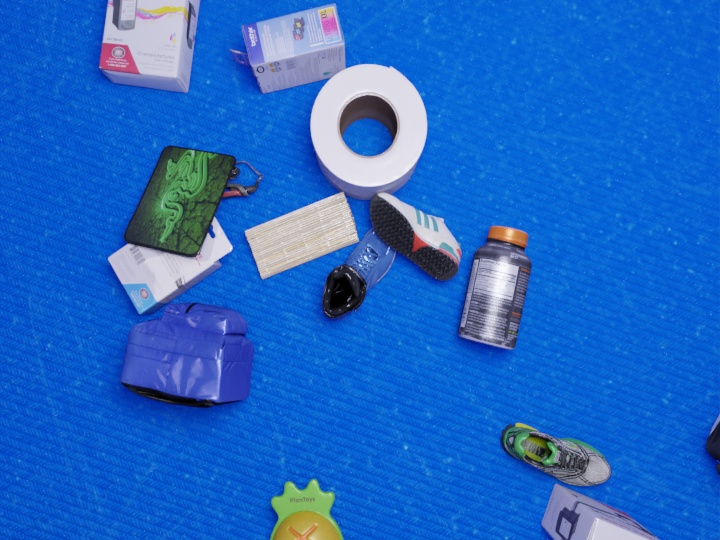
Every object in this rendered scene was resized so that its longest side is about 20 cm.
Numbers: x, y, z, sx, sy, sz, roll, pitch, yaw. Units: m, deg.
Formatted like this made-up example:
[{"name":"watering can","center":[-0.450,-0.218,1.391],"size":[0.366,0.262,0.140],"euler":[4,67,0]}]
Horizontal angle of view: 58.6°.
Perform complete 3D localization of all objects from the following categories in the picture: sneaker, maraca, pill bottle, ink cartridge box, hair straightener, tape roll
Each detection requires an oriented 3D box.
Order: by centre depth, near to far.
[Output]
[{"name":"ink cartridge box","center":[0.402,0.442,1.057],"size":[0.141,0.200,0.086],"euler":[22,87,1]},{"name":"maraca","center":[-0.093,0.463,1.098],"size":[0.133,0.107,0.206],"euler":[-5,87,0]},{"name":"sneaker","center":[0.345,0.331,1.121],"size":[0.195,0.085,0.080],"euler":[16,87,0]},{"name":"tape roll","center":[0.013,-0.235,1.122],"size":[0.196,0.139,0.209],"euler":[0,86,-1]},{"name":"sneaker","center":[0.001,0.001,1.123],"size":[0.076,0.111,0.201],"euler":[39,87,2]},{"name":"pill bottle","center":[0.241,0.028,1.126],"size":[0.103,0.106,0.206],"euler":[13,87,0]},{"name":"ink cartridge box","center":[-0.127,-0.383,1.130],"size":[0.194,0.136,0.078],"euler":[-15,85,-2]},{"name":"ink cartridge box","center":[-0.329,-0.026,1.143],"size":[0.197,0.068,0.118],"euler":[-33,86,-2]},{"name":"sneaker","center":[0.101,-0.073,1.143],"size":[0.198,0.094,0.070],"euler":[39,129,-5]},{"name":"ink cartridge box","center":[-0.377,-0.441,1.158],"size":[0.143,0.086,0.206],"euler":[6,88,0]},{"name":"hair straightener","center":[-0.272,-0.165,1.163],"size":[0.194,0.041,0.079],"euler":[-8,86,5]}]

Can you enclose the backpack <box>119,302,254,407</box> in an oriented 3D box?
[{"name":"backpack","center":[-0.295,0.142,1.094],"size":[0.194,0.163,0.173],"euler":[3,77,12]}]

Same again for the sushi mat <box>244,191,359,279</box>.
[{"name":"sushi mat","center":[-0.104,-0.063,1.160],"size":[0.195,0.012,0.098],"euler":[-22,106,-1]}]

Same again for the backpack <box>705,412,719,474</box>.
[{"name":"backpack","center":[0.711,0.292,1.094],"size":[0.188,0.154,0.203],"euler":[32,93,10]}]

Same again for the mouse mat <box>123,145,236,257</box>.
[{"name":"mouse mat","center":[-0.315,-0.126,1.123],"size":[0.157,0.008,0.205],"euler":[11,68,18]}]
